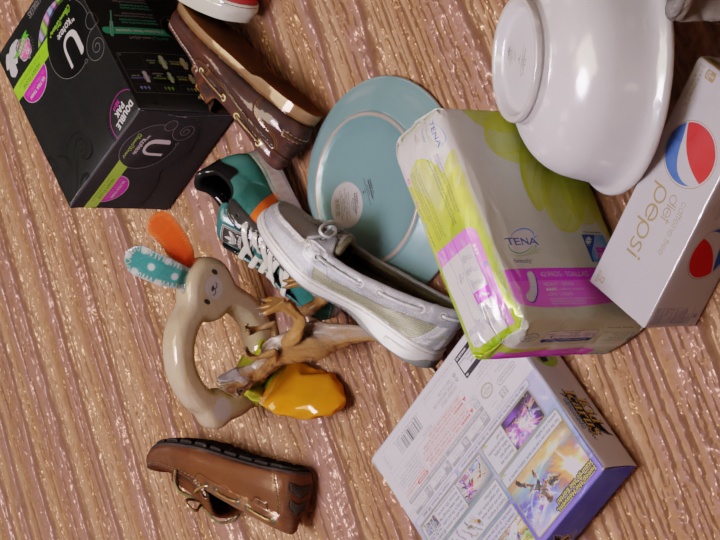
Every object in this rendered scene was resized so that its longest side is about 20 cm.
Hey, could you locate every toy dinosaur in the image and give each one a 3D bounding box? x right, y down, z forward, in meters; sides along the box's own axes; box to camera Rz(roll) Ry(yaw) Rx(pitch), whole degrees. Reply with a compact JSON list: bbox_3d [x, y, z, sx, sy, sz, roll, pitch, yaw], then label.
[{"bbox_3d":[-0.036,0.056,1.886,0.199,0.061,0.107,-13,120,20],"label":"toy dinosaur"}]

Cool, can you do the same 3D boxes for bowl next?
[{"bbox_3d":[0.158,-0.159,1.638,0.201,0.090,0.202,-179,90,-73],"label":"bowl"}]

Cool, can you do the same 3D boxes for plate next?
[{"bbox_3d":[0.013,-0.071,1.898,0.200,0.025,0.201,1,92,46],"label":"plate"}]

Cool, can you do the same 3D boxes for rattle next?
[{"bbox_3d":[-0.115,0.043,1.936,0.143,0.130,0.201,14,122,58],"label":"rattle"}]

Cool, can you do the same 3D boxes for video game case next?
[{"bbox_3d":[0.114,0.158,1.775,0.200,0.045,0.182,-55,52,32],"label":"video game case"}]

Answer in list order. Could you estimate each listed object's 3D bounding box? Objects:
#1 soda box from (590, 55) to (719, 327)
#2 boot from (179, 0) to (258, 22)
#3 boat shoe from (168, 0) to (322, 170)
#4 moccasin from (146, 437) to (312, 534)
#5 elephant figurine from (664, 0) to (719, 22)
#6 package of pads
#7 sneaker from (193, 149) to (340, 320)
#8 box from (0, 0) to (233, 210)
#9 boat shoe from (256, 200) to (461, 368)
[{"bbox_3d":[0.252,-0.057,1.614,0.068,0.063,0.201,43,120,38],"label":"soda box"},{"bbox_3d":[-0.140,-0.334,2.031,0.200,0.072,0.145,49,122,39],"label":"boot"},{"bbox_3d":[-0.120,-0.173,1.995,0.200,0.070,0.070,47,113,31],"label":"boat shoe"},{"bbox_3d":[-0.127,0.203,2.022,0.201,0.074,0.078,12,91,37],"label":"moccasin"},{"bbox_3d":[0.253,-0.243,1.510,0.142,0.199,0.156,45,121,37],"label":"elephant figurine"},{"bbox_3d":[0.122,-0.029,1.686,0.068,0.154,0.201,-38,63,40],"label":"package of pads"},{"bbox_3d":[-0.086,-0.026,1.953,0.200,0.080,0.072,57,150,34],"label":"sneaker"},{"bbox_3d":[-0.239,-0.180,2.095,0.149,0.124,0.201,-49,57,35],"label":"box"},{"bbox_3d":[0.000,0.001,1.849,0.202,0.074,0.065,40,113,14],"label":"boat shoe"}]
